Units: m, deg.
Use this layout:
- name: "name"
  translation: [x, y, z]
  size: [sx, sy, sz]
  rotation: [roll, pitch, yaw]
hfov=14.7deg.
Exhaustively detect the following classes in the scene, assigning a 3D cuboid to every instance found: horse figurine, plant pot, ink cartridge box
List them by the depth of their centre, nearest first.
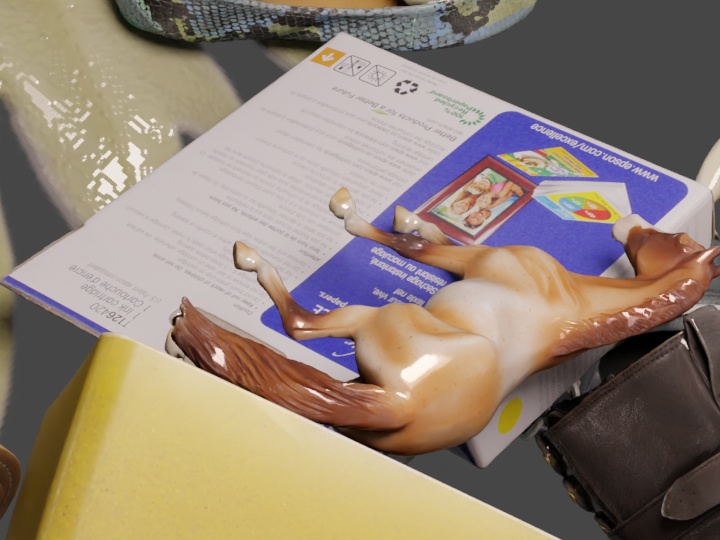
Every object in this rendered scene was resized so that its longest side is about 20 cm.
- name: "horse figurine"
  translation: [0.021, 0.017, 0.963]
  size: [0.132, 0.050, 0.200]
  rotation: [26, 33, 29]
- name: "plant pot"
  translation: [-0.044, 0.157, 0.964]
  size: [0.199, 0.200, 0.177]
  rotation: [25, 75, -7]
- name: "ink cartridge box"
  translation: [0.000, 0.000, 1.074]
  size: [0.197, 0.047, 0.200]
  rotation: [27, 53, 34]

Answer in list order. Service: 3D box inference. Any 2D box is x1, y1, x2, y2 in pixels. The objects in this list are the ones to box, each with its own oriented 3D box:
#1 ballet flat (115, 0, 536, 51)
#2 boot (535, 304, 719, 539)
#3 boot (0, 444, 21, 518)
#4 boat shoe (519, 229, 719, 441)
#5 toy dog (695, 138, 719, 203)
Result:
- name: "ballet flat"
  translation: [-0.005, -0.132, 1.180]
  size: [0.199, 0.074, 0.075]
  rotation: [-7, 68, -23]
- name: "boot"
  translation: [0.125, 0.120, 1.034]
  size: [0.069, 0.200, 0.174]
  rotation: [-27, 73, -41]
- name: "boot"
  translation: [-0.236, 0.056, 1.008]
  size: [0.199, 0.077, 0.155]
  rotation: [-10, 38, -42]
- name: "boat shoe"
  translation: [0.082, 0.036, 1.129]
  size: [0.199, 0.073, 0.062]
  rotation: [-22, 70, -33]
- name: "toy dog"
  translation: [0.199, 0.004, 1.073]
  size: [0.193, 0.140, 0.201]
  rotation: [9, 59, 26]
